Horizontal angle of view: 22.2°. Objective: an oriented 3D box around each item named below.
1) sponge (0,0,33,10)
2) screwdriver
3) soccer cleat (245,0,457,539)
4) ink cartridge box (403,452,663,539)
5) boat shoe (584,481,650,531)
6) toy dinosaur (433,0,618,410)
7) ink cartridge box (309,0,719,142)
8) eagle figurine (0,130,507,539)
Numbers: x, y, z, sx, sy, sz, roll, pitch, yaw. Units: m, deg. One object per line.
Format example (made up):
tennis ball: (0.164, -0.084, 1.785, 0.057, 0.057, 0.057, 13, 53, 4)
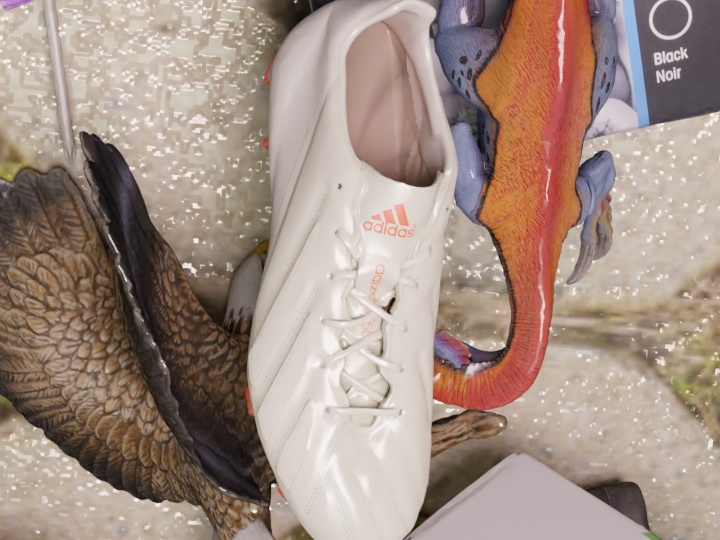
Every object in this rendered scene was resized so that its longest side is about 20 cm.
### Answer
sponge: (-0.063, -0.184, 0.673, 0.199, 0.030, 0.112, -24, 88, -8)
screwdriver: (-0.126, -0.136, 0.718, 0.028, 0.029, 0.201, -6, 106, -4)
soccer cleat: (0.000, 0.000, 0.646, 0.069, 0.077, 0.201, 3, 79, -32)
ink cartridge box: (0.087, 0.201, 0.773, 0.084, 0.145, 0.201, -32, 140, -38)
boat shoe: (0.138, 0.185, 0.851, 0.066, 0.070, 0.201, -22, 103, 4)
toy dinosaur: (0.047, -0.047, 0.666, 0.105, 0.200, 0.182, 0, 74, 2)
ink cartridge box: (0.071, -0.148, 0.731, 0.197, 0.043, 0.201, -13, 110, -1)
eagle figurine: (-0.069, 0.040, 0.745, 0.200, 0.151, 0.152, 28, 115, -26)
